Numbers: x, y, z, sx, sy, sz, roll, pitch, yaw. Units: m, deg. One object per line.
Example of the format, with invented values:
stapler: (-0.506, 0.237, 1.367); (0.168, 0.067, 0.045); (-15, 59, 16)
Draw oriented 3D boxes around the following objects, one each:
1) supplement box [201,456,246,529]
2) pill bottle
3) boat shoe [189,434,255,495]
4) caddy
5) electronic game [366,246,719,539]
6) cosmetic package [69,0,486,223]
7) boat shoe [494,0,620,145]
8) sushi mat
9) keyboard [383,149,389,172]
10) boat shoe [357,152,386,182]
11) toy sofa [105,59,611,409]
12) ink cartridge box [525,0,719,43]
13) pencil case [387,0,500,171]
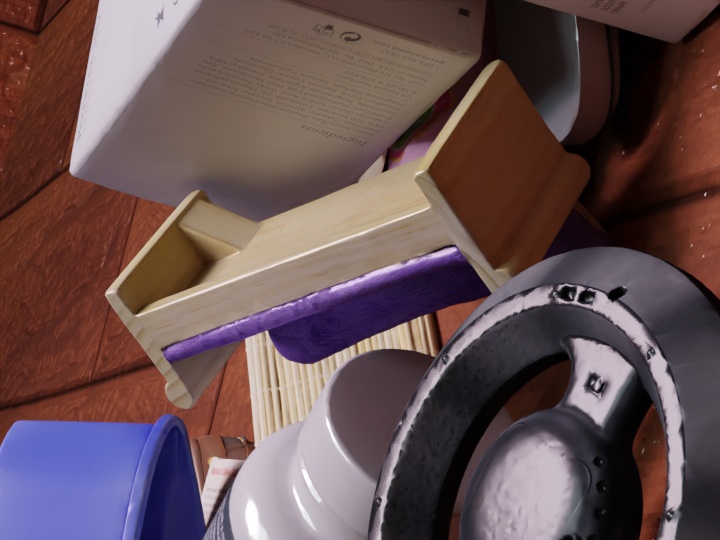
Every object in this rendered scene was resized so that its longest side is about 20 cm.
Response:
supplement box: (-0.052, 0.196, 1.289); (0.126, 0.073, 0.201); (172, 113, -75)
pill bottle: (-0.011, 0.133, 1.114); (0.120, 0.119, 0.201); (-91, 22, -48)
boat shoe: (-0.081, 0.181, 1.426); (0.072, 0.067, 0.201); (129, 153, -56)
caddy: (-0.121, 0.163, 1.235); (0.142, 0.104, 0.201); (84, -166, -63)
electronic game: (0.069, 0.089, 0.935); (0.200, 0.041, 0.201); (-27, 53, 43)
cosmetic package: (-0.032, -0.151, 1.161); (0.200, 0.122, 0.200); (134, 147, -58)
boat shoe: (0.093, -0.143, 1.137); (0.072, 0.065, 0.201); (121, 145, -50)
sushi mat: (-0.011, 0.028, 1.303); (0.200, 0.095, 0.012); (-100, -8, -58)
keyboard: (0.024, -0.103, 1.396); (0.200, 0.020, 0.128); (163, 112, -72)
boat shoe: (-0.007, -0.109, 1.336); (0.201, 0.061, 0.073); (105, 174, -46)
toy sofa: (0.000, 0.000, 1.095); (0.199, 0.098, 0.083); (-20, 23, 40)
ink cartridge box: (0.061, -0.191, 1.040); (0.084, 0.199, 0.146); (133, 150, -65)
pencil case: (0.052, -0.090, 1.186); (0.088, 0.087, 0.201); (124, 157, -49)
